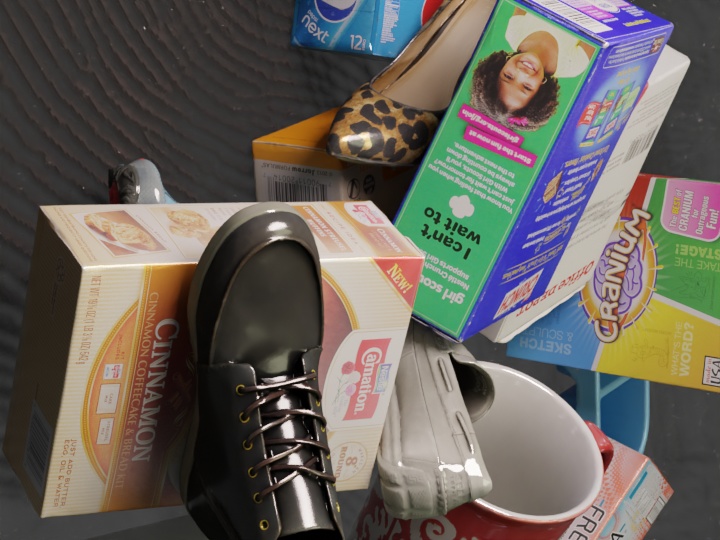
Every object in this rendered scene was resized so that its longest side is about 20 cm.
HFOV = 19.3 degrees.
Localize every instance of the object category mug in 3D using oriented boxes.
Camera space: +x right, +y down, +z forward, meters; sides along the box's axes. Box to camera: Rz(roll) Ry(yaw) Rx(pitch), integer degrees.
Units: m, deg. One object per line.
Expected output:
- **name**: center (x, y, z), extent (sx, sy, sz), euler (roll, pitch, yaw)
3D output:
- **mug**: center (0.077, 0.179, 1.399), extent (0.134, 0.177, 0.200), euler (-102, -150, -46)

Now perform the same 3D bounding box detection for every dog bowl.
- **dog bowl**: center (0.192, 0.085, 1.711), extent (0.111, 0.049, 0.201), euler (-25, 117, -52)

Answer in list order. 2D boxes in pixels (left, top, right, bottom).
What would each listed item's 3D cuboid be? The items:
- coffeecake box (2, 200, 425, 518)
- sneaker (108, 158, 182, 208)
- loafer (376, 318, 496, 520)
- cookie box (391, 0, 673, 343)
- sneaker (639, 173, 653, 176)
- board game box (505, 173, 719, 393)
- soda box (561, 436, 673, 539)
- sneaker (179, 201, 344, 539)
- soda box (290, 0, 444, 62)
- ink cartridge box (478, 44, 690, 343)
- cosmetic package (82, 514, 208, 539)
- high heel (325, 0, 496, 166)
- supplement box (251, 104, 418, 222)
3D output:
- **coffeecake box**: center (-0.081, 0.045, 1.156), extent (0.199, 0.073, 0.154), euler (-2, 119, -29)
- **sneaker**: center (-0.078, -0.007, 1.224), extent (0.200, 0.095, 0.079), euler (59, 11, -52)
- **loafer**: center (0.047, 0.073, 1.274), extent (0.200, 0.070, 0.070), euler (-90, 173, -51)
- **cookie box**: center (0.098, -0.071, 1.290), extent (0.200, 0.075, 0.171), euler (-65, 165, 18)
- **sneaker**: center (0.252, -0.030, 1.755), extent (0.200, 0.078, 0.091), euler (12, 94, -55)
- **board game box**: center (0.209, 0.004, 1.582), extent (0.040, 0.200, 0.154), euler (-4, 100, -56)
- **soda box**: center (0.154, 0.222, 1.625), extent (0.200, 0.068, 0.064), euler (-55, 140, -12)
- **sneaker**: center (-0.038, 0.071, 1.077), extent (0.075, 0.106, 0.201), euler (-8, 122, -25)
- **soda box**: center (0.039, -0.168, 1.404), extent (0.200, 0.068, 0.064), euler (1, 97, -57)
- **ink cartridge box**: center (0.132, -0.068, 1.488), extent (0.147, 0.083, 0.200), euler (-30, 148, -51)
- **cosmetic package**: center (-0.117, 0.209, 1.239), extent (0.200, 0.090, 0.107), euler (-3, 99, -59)
- **high heel**: center (0.049, -0.144, 1.288), extent (0.200, 0.071, 0.143), euler (-26, 138, -50)
- **supplement box**: center (0.000, 0.000, 1.378), extent (0.126, 0.073, 0.201), euler (-28, 120, -50)
